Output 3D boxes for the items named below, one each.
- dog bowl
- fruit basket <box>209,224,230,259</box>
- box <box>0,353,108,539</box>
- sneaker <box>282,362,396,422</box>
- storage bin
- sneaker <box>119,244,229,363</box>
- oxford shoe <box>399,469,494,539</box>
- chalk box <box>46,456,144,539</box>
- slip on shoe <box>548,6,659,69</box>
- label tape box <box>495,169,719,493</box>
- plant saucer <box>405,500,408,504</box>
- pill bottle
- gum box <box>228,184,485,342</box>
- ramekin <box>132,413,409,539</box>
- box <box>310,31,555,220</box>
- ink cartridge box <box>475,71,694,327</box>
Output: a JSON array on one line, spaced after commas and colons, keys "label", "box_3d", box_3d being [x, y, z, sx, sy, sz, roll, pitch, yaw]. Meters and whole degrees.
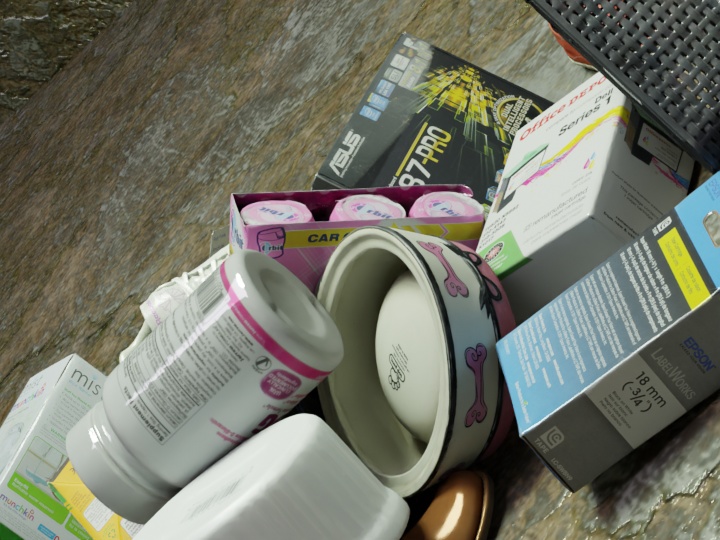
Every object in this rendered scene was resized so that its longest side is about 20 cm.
[{"label": "dog bowl", "box_3d": [0.043, 0.064, 1.585, 0.200, 0.074, 0.200, 16, 109, 59]}, {"label": "fruit basket", "box_3d": [-0.099, 0.054, 1.906, 0.185, 0.094, 0.200, -27, -53, -73]}, {"label": "box", "box_3d": [-0.234, 0.205, 1.913, 0.097, 0.200, 0.177, -27, 30, 51]}, {"label": "sneaker", "box_3d": [-0.022, 0.110, 1.701, 0.078, 0.200, 0.075, 137, 126, -78]}, {"label": "storage bin", "box_3d": [0.211, -0.166, 1.530, 0.094, 0.200, 0.135, -46, -11, 6]}, {"label": "sneaker", "box_3d": [-0.114, 0.027, 1.738, 0.200, 0.100, 0.075, -50, 53, 20]}, {"label": "oxford shoe", "box_3d": [0.027, 0.212, 1.495, 0.200, 0.071, 0.071, -57, 17, -23]}, {"label": "chalk box", "box_3d": [-0.130, 0.190, 1.767, 0.124, 0.200, 0.124, -52, 52, 4]}, {"label": "slip on shoe", "box_3d": [0.217, -0.208, 1.862, 0.074, 0.061, 0.200, -51, 19, -6]}, {"label": "label tape box", "box_3d": [0.191, 0.039, 1.436, 0.200, 0.063, 0.144, -38, 21, 13]}, {"label": "plant saucer", "box_3d": [-0.044, 0.228, 1.619, 0.200, 0.037, 0.200, -31, 16, 10]}, {"label": "pill bottle", "box_3d": [-0.118, 0.089, 1.603, 0.200, 0.113, 0.113, -44, 20, 16]}, {"label": "gum box", "box_3d": [0.000, 0.000, 1.686, 0.066, 0.200, 0.114, -119, 30, -61]}, {"label": "ramekin", "box_3d": [-0.073, 0.188, 1.499, 0.200, 0.098, 0.200, -36, 8, 6]}, {"label": "box", "box_3d": [0.066, -0.095, 1.817, 0.200, 0.161, 0.049, -59, -8, -40]}, {"label": "ink cartridge box", "box_3d": [0.171, -0.053, 1.634, 0.145, 0.084, 0.200, -35, 24, 41]}]
